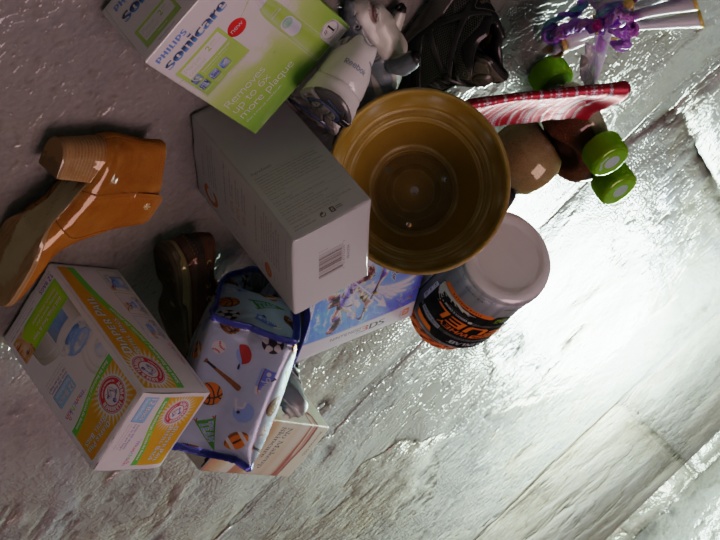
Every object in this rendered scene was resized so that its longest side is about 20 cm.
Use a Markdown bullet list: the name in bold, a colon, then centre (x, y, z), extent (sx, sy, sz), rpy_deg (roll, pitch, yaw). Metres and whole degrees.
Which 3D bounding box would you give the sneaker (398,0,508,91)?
- **sneaker**: centre (0.090, -0.218, 1.691), extent (0.076, 0.115, 0.200), rpy_deg (4, 132, -52)

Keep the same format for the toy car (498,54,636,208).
- **toy car**: centre (0.220, -0.139, 1.918), extent (0.199, 0.165, 0.158), rpy_deg (-32, 151, 2)

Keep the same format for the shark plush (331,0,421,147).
- **shark plush**: centre (-0.002, -0.220, 1.661), extent (0.082, 0.092, 0.200), rpy_deg (1, 150, -18)

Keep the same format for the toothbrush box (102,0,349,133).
- **toothbrush box**: centre (-0.123, -0.238, 1.433), extent (0.146, 0.086, 0.200), rpy_deg (-47, 149, 8)

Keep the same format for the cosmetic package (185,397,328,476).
- **cosmetic package**: centre (-0.146, 0.206, 1.996), extent (0.104, 0.087, 0.199), rpy_deg (-52, 150, 16)

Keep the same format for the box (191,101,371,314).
- **box**: centre (-0.083, -0.078, 1.575), extent (0.097, 0.200, 0.125), rpy_deg (-28, 149, -21)

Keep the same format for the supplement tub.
- **supplement tub**: centre (0.138, 0.019, 1.842), extent (0.122, 0.123, 0.200), rpy_deg (-25, 168, -27)

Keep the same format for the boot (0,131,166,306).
- **boot**: centre (-0.276, -0.047, 1.515), extent (0.143, 0.071, 0.203), rpy_deg (3, 124, -48)

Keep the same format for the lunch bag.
- **lunch bag**: centre (-0.134, 0.100, 1.685), extent (0.122, 0.200, 0.172), rpy_deg (19, 106, -9)

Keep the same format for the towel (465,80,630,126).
- **towel**: centre (0.198, -0.187, 1.747), extent (0.197, 0.023, 0.145), rpy_deg (-8, 176, -15)

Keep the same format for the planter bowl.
- **planter bowl**: centre (0.061, -0.093, 1.656), extent (0.200, 0.201, 0.083), rpy_deg (-39, 178, -4)

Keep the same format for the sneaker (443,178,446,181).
- **sneaker**: centre (0.113, -0.124, 1.874), extent (0.073, 0.081, 0.201), rpy_deg (-27, 148, -25)

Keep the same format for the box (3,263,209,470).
- **box**: centre (-0.268, 0.100, 1.590), extent (0.101, 0.200, 0.113), rpy_deg (6, 127, -53)

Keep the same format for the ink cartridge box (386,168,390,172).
- **ink cartridge box**: centre (0.000, -0.031, 1.858), extent (0.144, 0.084, 0.201), rpy_deg (-32, 150, -17)

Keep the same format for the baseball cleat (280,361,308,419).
- **baseball cleat**: centre (-0.097, 0.102, 1.828), extent (0.106, 0.200, 0.070), rpy_deg (-41, 127, -8)

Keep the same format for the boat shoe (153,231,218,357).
- **boat shoe**: centre (-0.189, 0.034, 1.730), extent (0.067, 0.072, 0.201), rpy_deg (-25, 144, -23)

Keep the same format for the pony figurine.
- **pony figurine**: centre (0.297, -0.299, 1.780), extent (0.198, 0.169, 0.193), rpy_deg (-14, 174, 15)

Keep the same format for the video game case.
- **video game case**: centre (0.000, 0.000, 1.770), extent (0.180, 0.046, 0.201), rpy_deg (-21, 144, -31)

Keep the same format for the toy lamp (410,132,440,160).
- **toy lamp**: centre (0.110, -0.118, 1.777), extent (0.058, 0.058, 0.200), rpy_deg (-42, 143, 1)

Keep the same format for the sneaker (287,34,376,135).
- **sneaker**: centre (-0.025, -0.193, 1.548), extent (0.088, 0.074, 0.200), rpy_deg (-56, -164, -5)
